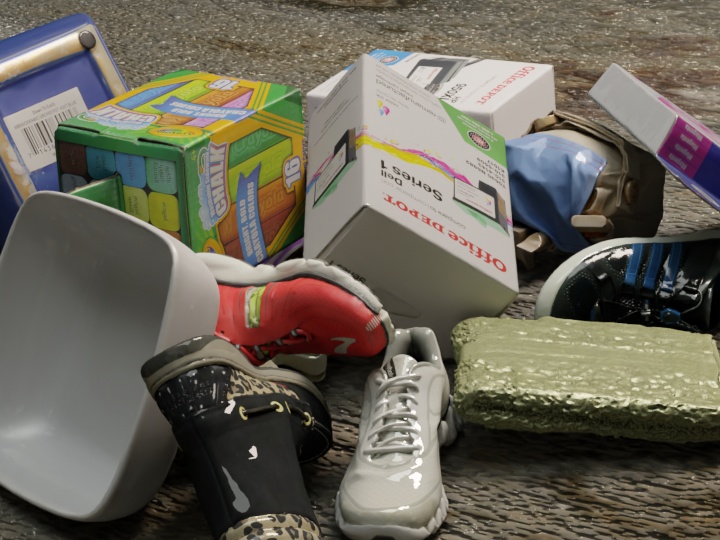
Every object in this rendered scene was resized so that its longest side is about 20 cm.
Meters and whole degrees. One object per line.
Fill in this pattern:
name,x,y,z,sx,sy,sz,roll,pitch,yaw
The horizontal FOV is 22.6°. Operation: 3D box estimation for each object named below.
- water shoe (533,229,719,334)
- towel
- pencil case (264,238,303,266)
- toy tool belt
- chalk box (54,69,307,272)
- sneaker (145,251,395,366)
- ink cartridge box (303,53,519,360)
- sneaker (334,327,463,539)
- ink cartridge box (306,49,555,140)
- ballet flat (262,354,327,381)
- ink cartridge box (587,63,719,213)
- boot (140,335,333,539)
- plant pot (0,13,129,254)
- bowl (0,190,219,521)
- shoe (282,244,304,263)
water shoe,0.225,0.015,1.341,0.199,0.072,0.079,-16,28,-22
towel,0.161,0.075,1.242,0.199,0.037,0.149,4,20,1
pencil case,-0.128,-0.054,1.563,0.086,0.084,0.200,-49,37,-13
toy tool belt,0.143,-0.066,1.482,0.199,0.126,0.123,13,22,38
chalk box,-0.143,-0.059,1.348,0.123,0.126,0.200,12,28,29
sneaker,-0.063,0.044,1.218,0.199,0.077,0.085,2,45,40
ink cartridge box,0.038,-0.050,1.372,0.144,0.084,0.201,29,34,-22
sneaker,0.023,0.106,1.170,0.075,0.082,0.200,0,26,8
ink cartridge box,0.070,-0.145,1.717,0.199,0.085,0.145,9,28,28
ballet flat,-0.065,0.070,1.299,0.067,0.068,0.200,17,42,32
ink cartridge box,0.289,-0.071,1.412,0.196,0.043,0.200,33,11,-24
boot,-0.055,0.135,1.119,0.073,0.203,0.154,-29,64,12
plant pot,-0.281,-0.089,1.462,0.200,0.201,0.179,-31,8,-41
bowl,-0.176,0.060,1.213,0.074,0.201,0.199,18,1,-45
shoe,0.000,0.000,1.460,0.200,0.054,0.070,-30,66,-36
